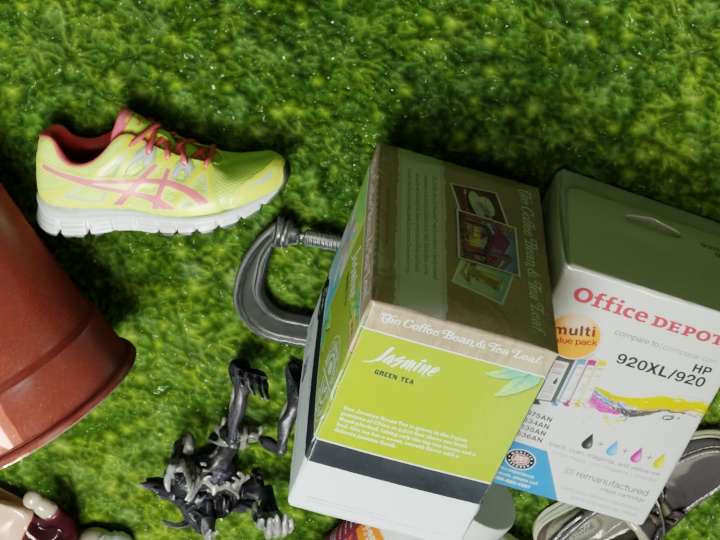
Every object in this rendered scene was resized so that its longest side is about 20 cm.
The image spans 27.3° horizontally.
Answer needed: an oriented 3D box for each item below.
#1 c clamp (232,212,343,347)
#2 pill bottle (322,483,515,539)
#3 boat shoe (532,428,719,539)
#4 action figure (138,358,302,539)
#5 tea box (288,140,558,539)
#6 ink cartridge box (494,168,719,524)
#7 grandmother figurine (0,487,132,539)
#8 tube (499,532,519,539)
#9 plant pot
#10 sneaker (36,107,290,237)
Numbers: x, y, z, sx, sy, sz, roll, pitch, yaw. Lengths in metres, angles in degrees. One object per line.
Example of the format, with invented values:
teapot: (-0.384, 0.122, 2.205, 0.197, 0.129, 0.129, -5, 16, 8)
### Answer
c clamp: (0.000, 0.000, 1.170, 0.200, 0.027, 0.171, 6, 126, -1)
pill bottle: (0.033, 0.242, 1.261, 0.109, 0.110, 0.200, 34, 118, -15)
boat shoe: (0.234, 0.203, 1.247, 0.200, 0.065, 0.072, -30, 114, 20)
action figure: (-0.110, 0.168, 1.234, 0.119, 0.102, 0.200, 18, 120, -20)
tea box: (0.042, 0.051, 1.064, 0.133, 0.200, 0.197, 16, 124, -9)
ink cartridge box: (0.181, 0.057, 1.116, 0.147, 0.145, 0.200, 17, 121, -6)
grandmother figurine: (-0.295, 0.227, 1.312, 0.200, 0.061, 0.121, 23, 148, -12)
tube: (0.188, 0.298, 1.316, 0.200, 0.058, 0.052, 33, 102, -17)
plant pot: (-0.304, 0.029, 1.122, 0.200, 0.201, 0.195, -21, 109, 16)
sneaker: (-0.153, -0.078, 1.104, 0.200, 0.078, 0.090, -5, 114, 5)
